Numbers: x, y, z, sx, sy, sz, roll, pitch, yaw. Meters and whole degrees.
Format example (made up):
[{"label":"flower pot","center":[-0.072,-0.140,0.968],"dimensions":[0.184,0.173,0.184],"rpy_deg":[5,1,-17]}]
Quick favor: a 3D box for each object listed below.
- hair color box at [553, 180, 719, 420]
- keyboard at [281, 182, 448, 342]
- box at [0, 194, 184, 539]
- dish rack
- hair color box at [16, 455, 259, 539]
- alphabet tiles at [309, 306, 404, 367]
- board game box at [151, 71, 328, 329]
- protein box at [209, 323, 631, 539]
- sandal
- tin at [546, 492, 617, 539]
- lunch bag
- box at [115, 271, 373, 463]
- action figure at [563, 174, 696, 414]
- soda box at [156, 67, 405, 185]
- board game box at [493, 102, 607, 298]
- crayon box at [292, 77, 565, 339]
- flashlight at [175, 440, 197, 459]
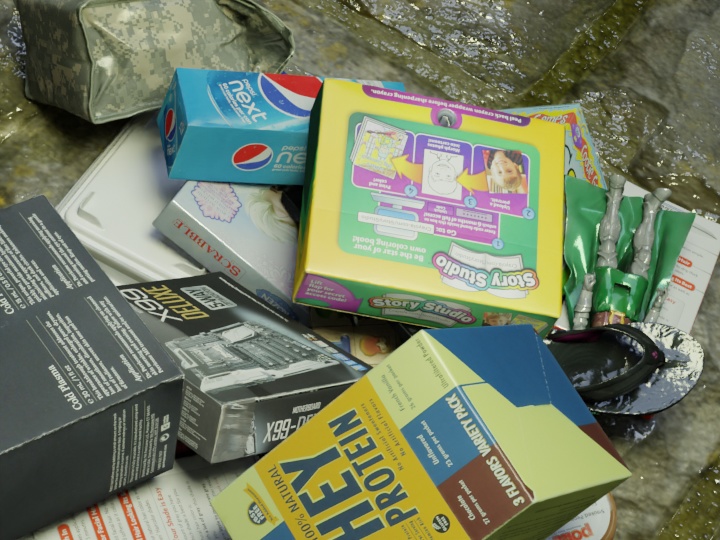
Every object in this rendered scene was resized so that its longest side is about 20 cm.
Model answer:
[{"label":"hair color box","center":[0.237,0.022,1.632],"dimensions":[0.110,0.064,0.200],"rpy_deg":[25,49,5]},{"label":"keyboard","center":[0.000,0.000,1.496],"dimensions":[0.104,0.040,0.200],"rpy_deg":[-11,44,-35]},{"label":"box","center":[-0.251,0.071,1.287],"dimensions":[0.181,0.104,0.200],"rpy_deg":[-21,54,-30]},{"label":"dish rack","center":[-0.156,-0.056,1.583],"dimensions":[0.171,0.044,0.200],"rpy_deg":[27,46,6]},{"label":"hair color box","center":[-0.154,0.202,1.333],"dimensions":[0.199,0.064,0.111],"rpy_deg":[-8,55,-26]},{"label":"alphabet tiles","center":[0.031,0.089,1.475],"dimensions":[0.198,0.006,0.167],"rpy_deg":[-2,66,-8]},{"label":"board game box","center":[-0.045,-0.044,1.572],"dimensions":[0.200,0.041,0.200],"rpy_deg":[39,47,-7]},{"label":"protein box","center":[0.045,0.150,1.299],"dimensions":[0.135,0.200,0.198],"rpy_deg":[56,22,16]},{"label":"sandal","center":[0.176,0.074,1.468],"dimensions":[0.199,0.048,0.076],"rpy_deg":[1,75,-8]},{"label":"tin","center":[0.128,0.158,1.495],"dimensions":[0.111,0.042,0.201],"rpy_deg":[-14,56,-23]},{"label":"lunch bag","center":[-0.173,-0.201,1.611],"dimensions":[0.199,0.118,0.164],"rpy_deg":[-12,18,-27]},{"label":"box","center":[-0.107,0.068,1.395],"dimensions":[0.157,0.050,0.200],"rpy_deg":[-7,27,-43]},{"label":"action figure","center":[0.210,0.024,1.537],"dimensions":[0.117,0.055,0.201],"rpy_deg":[13,70,-3]},{"label":"soda box","center":[-0.058,-0.114,1.521],"dimensions":[0.199,0.068,0.064],"rpy_deg":[1,53,-23]},{"label":"board game box","center":[0.126,-0.041,1.597],"dimensions":[0.102,0.105,0.200],"rpy_deg":[-3,39,29]},{"label":"crayon box","center":[0.055,-0.045,1.443],"dimensions":[0.199,0.058,0.174],"rpy_deg":[10,62,-10]},{"label":"flashlight","center":[-0.199,0.130,1.392],"dimensions":[0.199,0.068,0.068],"rpy_deg":[-9,90,-21]}]
